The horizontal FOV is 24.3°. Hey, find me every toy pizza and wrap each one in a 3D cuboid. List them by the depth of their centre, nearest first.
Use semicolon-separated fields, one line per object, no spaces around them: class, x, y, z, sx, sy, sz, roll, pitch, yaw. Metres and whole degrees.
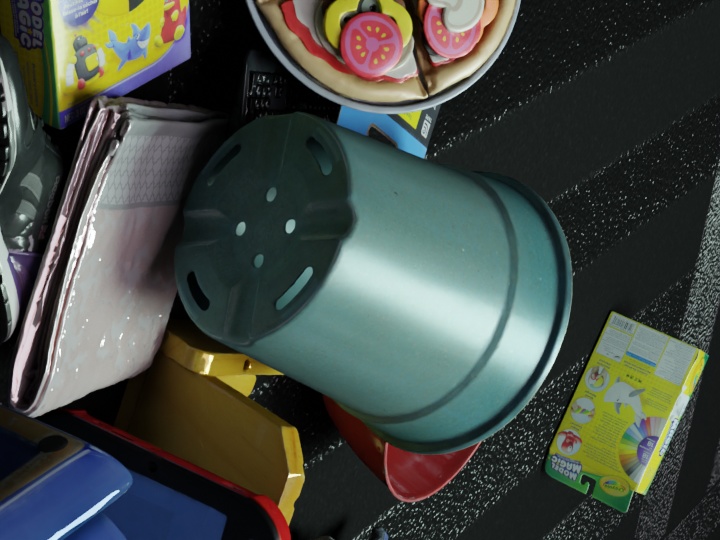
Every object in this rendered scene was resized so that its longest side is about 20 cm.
toy pizza;0.019;-0.203;1.092;0.200;0.032;0.201;0;89;-19

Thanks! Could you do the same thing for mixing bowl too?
mixing bowl;0.038;0.079;1.389;0.200;0.108;0.201;-38;141;-40

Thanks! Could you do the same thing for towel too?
towel;-0.144;-0.012;1.034;0.200;0.032;0.191;-18;128;-76

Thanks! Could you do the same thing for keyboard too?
keyboard;-0.034;-0.097;1.166;0.200;0.040;0.104;-12;114;-66

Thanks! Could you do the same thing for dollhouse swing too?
dollhouse swing;-0.086;0.158;1.172;0.182;0.176;0.200;6;105;-60

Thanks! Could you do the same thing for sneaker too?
sneaker;-0.201;-0.060;0.936;0.088;0.076;0.200;-48;156;-46

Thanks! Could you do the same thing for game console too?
game console;-0.149;0.196;1.070;0.031;0.200;0.177;-6;116;-67

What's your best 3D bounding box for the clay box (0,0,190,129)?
clay box;-0.149;-0.192;0.931;0.115;0.048;0.200;-38;142;-42

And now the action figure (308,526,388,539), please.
action figure;-0.036;0.320;1.461;0.200;0.104;0.194;-66;160;-61

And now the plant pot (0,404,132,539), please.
plant pot;-0.237;0.179;0.921;0.200;0.200;0.180;-34;132;-44

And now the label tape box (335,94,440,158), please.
label tape box;0.014;-0.167;1.181;0.144;0.063;0.200;32;74;-61

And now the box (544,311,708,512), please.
box;0.295;0.160;1.877;0.200;0.117;0.048;-64;151;-1

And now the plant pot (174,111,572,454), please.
plant pot;0.000;0.000;1.074;0.196;0.200;0.201;24;90;-46
